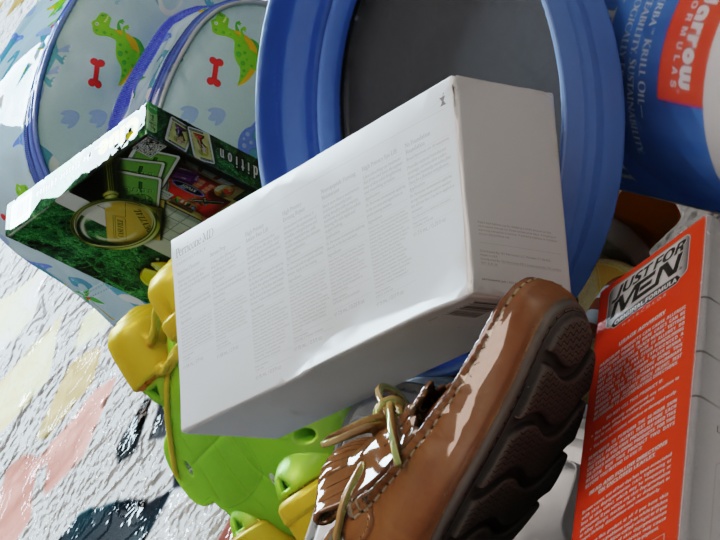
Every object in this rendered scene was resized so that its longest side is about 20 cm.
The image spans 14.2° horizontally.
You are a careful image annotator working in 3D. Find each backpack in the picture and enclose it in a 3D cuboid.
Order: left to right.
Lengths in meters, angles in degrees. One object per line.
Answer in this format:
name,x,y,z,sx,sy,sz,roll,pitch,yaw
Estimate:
backpack,-0.089,-0.065,1.493,0.147,0.200,0.183,-20,41,56

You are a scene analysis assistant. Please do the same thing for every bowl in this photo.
bowl,0.030,-0.060,1.118,0.200,0.039,0.201,10,102,54

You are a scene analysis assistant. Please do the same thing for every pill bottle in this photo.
pill bottle,0.148,-0.075,1.083,0.200,0.112,0.112,15,72,51

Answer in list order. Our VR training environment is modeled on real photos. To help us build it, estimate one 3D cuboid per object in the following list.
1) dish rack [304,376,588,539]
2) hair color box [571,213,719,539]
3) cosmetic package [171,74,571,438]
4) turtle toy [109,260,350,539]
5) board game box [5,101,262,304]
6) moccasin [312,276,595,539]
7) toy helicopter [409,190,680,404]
dish rack,0.028,0.137,1.069,0.171,0.043,0.201,9,78,45
hair color box,0.127,0.088,0.963,0.061,0.101,0.200,-39,27,39
cosmetic package,0.000,0.000,1.082,0.200,0.051,0.083,-27,64,52
turtle toy,-0.035,0.060,1.297,0.101,0.146,0.200,-30,-6,-24
board game box,-0.054,-0.008,1.334,0.105,0.200,0.024,-31,46,39
moccasin,0.013,0.082,1.007,0.074,0.078,0.202,-17,-37,-51
toy helicopter,0.114,0.011,1.165,0.200,0.079,0.132,-26,27,34
